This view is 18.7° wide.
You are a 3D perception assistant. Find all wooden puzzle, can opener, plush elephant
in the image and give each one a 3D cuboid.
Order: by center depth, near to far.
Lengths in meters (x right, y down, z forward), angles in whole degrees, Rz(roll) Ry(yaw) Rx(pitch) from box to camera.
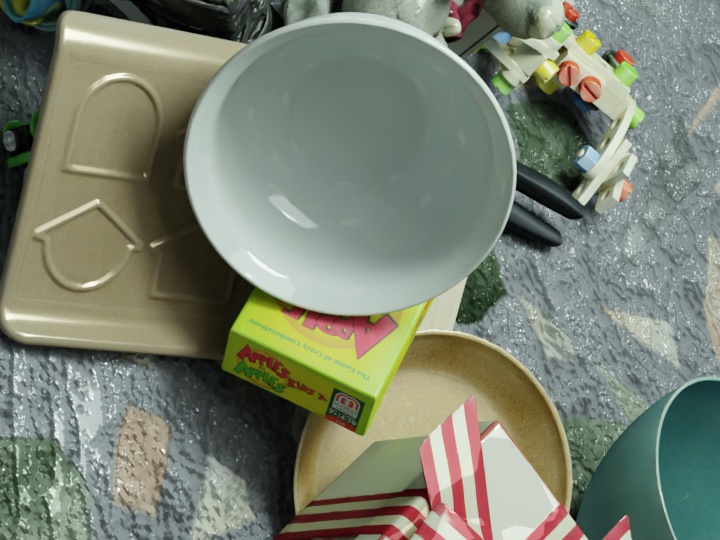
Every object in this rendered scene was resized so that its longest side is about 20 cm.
[{"bbox_3d":[-0.134,-0.051,1.360,0.185,0.046,0.201,6,98,-40],"label":"wooden puzzle"},{"bbox_3d":[0.035,-0.171,1.449,0.200,0.164,0.155,58,19,-29],"label":"plush elephant"},{"bbox_3d":[0.094,-0.068,1.629,0.200,0.063,0.079,35,18,-43],"label":"can opener"}]

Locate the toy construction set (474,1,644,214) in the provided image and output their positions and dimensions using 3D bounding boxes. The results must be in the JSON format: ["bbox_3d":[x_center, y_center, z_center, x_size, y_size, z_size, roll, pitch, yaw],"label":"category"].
[{"bbox_3d":[0.163,-0.147,1.712,0.200,0.092,0.131,53,18,-21],"label":"toy construction set"}]

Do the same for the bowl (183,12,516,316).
[{"bbox_3d":[-0.004,-0.080,1.342,0.201,0.201,0.091,44,24,-19],"label":"bowl"}]

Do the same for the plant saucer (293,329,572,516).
[{"bbox_3d":[0.044,0.139,1.442,0.199,0.035,0.201,1,87,-22],"label":"plant saucer"}]

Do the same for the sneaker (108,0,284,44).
[{"bbox_3d":[-0.095,-0.166,1.379,0.200,0.087,0.076,33,77,-43],"label":"sneaker"}]

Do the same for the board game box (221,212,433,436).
[{"bbox_3d":[0.000,0.000,1.414,0.101,0.048,0.200,25,54,5],"label":"board game box"}]

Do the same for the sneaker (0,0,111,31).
[{"bbox_3d":[-0.165,-0.186,1.420,0.199,0.080,0.131,30,48,-18],"label":"sneaker"}]

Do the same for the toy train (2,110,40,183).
[{"bbox_3d":[-0.149,-0.084,1.412,0.200,0.042,0.057,-16,92,-47],"label":"toy train"}]

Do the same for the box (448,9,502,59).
[{"bbox_3d":[0.058,-0.214,1.558,0.117,0.200,0.060,46,26,-19],"label":"box"}]

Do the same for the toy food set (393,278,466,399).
[{"bbox_3d":[0.000,-0.014,1.518,0.143,0.060,0.201,31,48,-16],"label":"toy food set"}]

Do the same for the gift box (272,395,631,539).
[{"bbox_3d":[0.049,0.191,1.315,0.185,0.187,0.200,48,66,-14],"label":"gift box"}]

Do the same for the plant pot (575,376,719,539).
[{"bbox_3d":[0.232,0.193,1.569,0.200,0.135,0.201,24,52,-34],"label":"plant pot"}]
